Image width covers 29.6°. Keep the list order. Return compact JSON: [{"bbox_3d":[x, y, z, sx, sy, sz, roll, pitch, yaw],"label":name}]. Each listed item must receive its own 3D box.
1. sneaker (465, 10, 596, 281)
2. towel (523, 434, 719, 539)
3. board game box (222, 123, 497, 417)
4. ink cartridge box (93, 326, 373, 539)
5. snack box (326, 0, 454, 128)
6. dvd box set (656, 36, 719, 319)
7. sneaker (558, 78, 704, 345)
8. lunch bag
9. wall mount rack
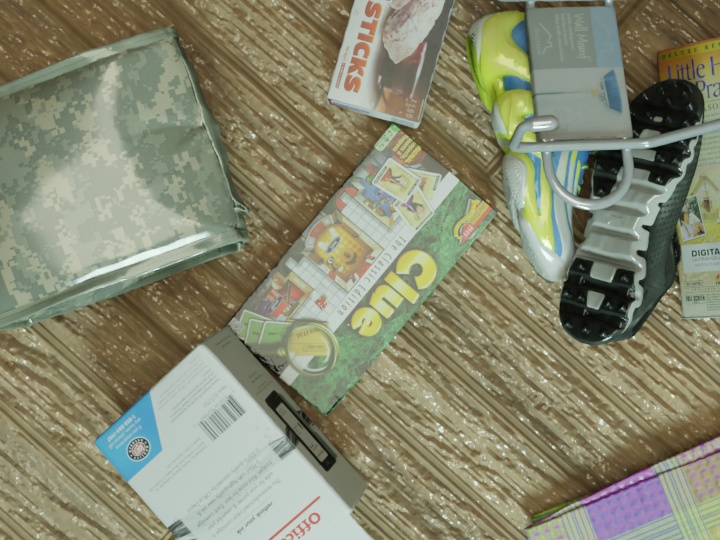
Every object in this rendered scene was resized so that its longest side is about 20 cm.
[{"bbox_3d":[0.148,-0.098,0.984,0.105,0.076,0.201,-15,89,1],"label":"sneaker"},{"bbox_3d":[0.237,0.211,1.008,0.199,0.023,0.144,-24,90,2],"label":"towel"},{"bbox_3d":[0.000,0.000,1.016,0.105,0.023,0.200,39,91,-1],"label":"board game box"},{"bbox_3d":[-0.079,0.156,0.986,0.116,0.068,0.200,-42,89,14],"label":"ink cartridge box"},{"bbox_3d":[0.036,-0.211,1.008,0.072,0.024,0.201,16,87,2],"label":"snack box"},{"bbox_3d":[0.283,-0.068,0.957,0.029,0.146,0.201,-5,89,-41],"label":"dvd box set"},{"bbox_3d":[0.201,-0.037,0.981,0.066,0.090,0.201,17,86,29],"label":"sneaker"},{"bbox_3d":[-0.188,-0.065,0.975,0.199,0.118,0.165,-19,88,7],"label":"lunch bag"},{"bbox_3d":[0.182,-0.147,0.928,0.173,0.075,0.201,-3,76,-5],"label":"wall mount rack"}]
